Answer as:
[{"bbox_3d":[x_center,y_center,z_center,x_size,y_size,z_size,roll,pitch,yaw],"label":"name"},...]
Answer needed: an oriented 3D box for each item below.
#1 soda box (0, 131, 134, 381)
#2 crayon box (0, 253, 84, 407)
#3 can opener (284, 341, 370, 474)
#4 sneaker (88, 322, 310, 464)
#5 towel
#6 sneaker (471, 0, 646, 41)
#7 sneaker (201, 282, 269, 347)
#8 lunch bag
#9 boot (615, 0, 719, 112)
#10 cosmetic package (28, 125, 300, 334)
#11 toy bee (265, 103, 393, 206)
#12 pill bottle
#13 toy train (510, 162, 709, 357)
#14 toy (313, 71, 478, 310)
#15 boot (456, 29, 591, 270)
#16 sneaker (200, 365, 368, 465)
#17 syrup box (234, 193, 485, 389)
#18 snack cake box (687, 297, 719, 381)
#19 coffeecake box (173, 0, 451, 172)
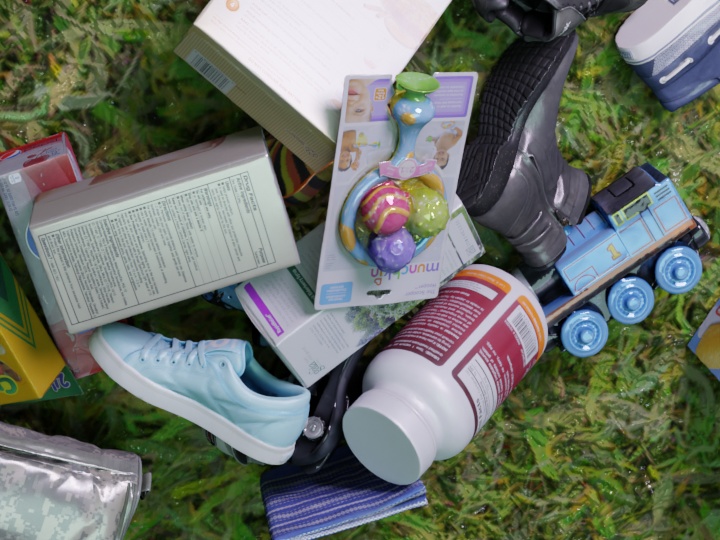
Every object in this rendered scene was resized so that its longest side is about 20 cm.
[{"bbox_3d":[-0.253,-0.011,1.319,0.069,0.064,0.202,-18,115,-6],"label":"soda box"},{"bbox_3d":[-0.338,0.049,1.297,0.124,0.052,0.202,-11,120,29],"label":"crayon box"},{"bbox_3d":[-0.026,0.082,1.355,0.063,0.079,0.202,19,89,5],"label":"can opener"},{"bbox_3d":[-0.131,0.081,1.293,0.198,0.074,0.083,28,110,-4],"label":"sneaker"},{"bbox_3d":[-0.020,0.195,1.387,0.143,0.200,0.024,-17,100,-5],"label":"towel"},{"bbox_3d":[0.168,-0.230,1.302,0.198,0.092,0.066,5,150,-29],"label":"sneaker"},{"bbox_3d":[-0.110,-0.007,1.349,0.089,0.079,0.201,-32,115,4],"label":"sneaker"},{"bbox_3d":[-0.300,0.208,1.335,0.198,0.140,0.169,16,125,-19],"label":"lunch bag"},{"bbox_3d":[0.329,-0.236,1.373,0.199,0.073,0.090,-38,123,12],"label":"boot"},{"bbox_3d":[-0.158,-0.035,1.240,0.197,0.087,0.105,-16,113,-1],"label":"cosmetic package"},{"bbox_3d":[-0.014,-0.120,1.298,0.130,0.109,0.201,-13,143,-56],"label":"toy bee"},{"bbox_3d":[0.073,0.093,1.357,0.200,0.112,0.114,-44,123,-37],"label":"pill bottle"},{"bbox_3d":[0.230,-0.007,1.431,0.199,0.087,0.115,-34,106,4],"label":"toy train"},{"bbox_3d":[0.033,-0.054,1.192,0.114,0.047,0.203,-5,117,-24],"label":"toy"},{"bbox_3d":[0.165,-0.113,1.375,0.131,0.070,0.202,31,86,-36],"label":"boot"},{"bbox_3d":[-0.060,0.125,1.424,0.198,0.088,0.075,-8,102,-37],"label":"sneaker"},{"bbox_3d":[0.000,0.000,1.295,0.199,0.082,0.079,-36,143,-2],"label":"syrup box"},{"bbox_3d":[0.410,0.111,1.455,0.114,0.200,0.068,28,104,-22],"label":"snack cake box"},{"bbox_3d":[-0.028,-0.210,1.224,0.153,0.073,0.201,39,70,-11],"label":"coffeecake box"}]
